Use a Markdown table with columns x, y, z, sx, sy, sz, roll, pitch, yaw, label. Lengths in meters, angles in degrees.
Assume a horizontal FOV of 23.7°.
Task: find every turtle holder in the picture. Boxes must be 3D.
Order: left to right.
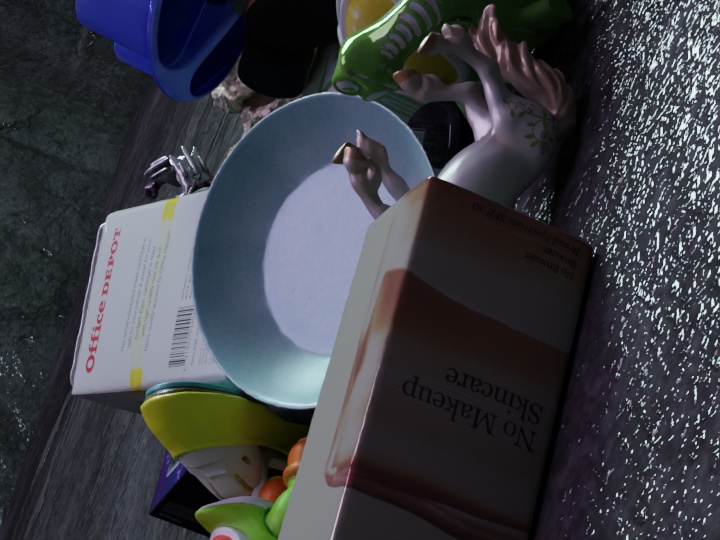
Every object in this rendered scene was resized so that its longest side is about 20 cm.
| x | y | z | sx | sy | sz | roll | pitch | yaw | label |
| --- | --- | --- | --- | --- | --- | --- | --- | --- | --- |
| 0.052 | -0.164 | 1.066 | 0.132 | 0.141 | 0.186 | -39 | 37 | 36 | turtle holder |

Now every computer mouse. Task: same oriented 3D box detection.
| x | y | z | sx | sy | sz | roll | pitch | yaw | label |
| --- | --- | --- | --- | --- | --- | --- | --- | --- | --- |
| 0.030 | -0.010 | 1.123 | 0.140 | 0.046 | 0.201 | 2 | 80 | 63 | computer mouse |

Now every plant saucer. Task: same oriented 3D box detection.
| x | y | z | sx | sy | sz | roll | pitch | yaw | label |
| --- | --- | --- | --- | --- | --- | --- | --- | --- | --- |
| -0.021 | -0.010 | 1.083 | 0.200 | 0.039 | 0.202 | -10 | 74 | 36 | plant saucer |

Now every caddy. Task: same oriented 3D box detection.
| x | y | z | sx | sy | sz | roll | pitch | yaw | label |
| --- | --- | --- | --- | --- | --- | --- | --- | --- | --- |
| -0.118 | -0.225 | 1.264 | 0.201 | 0.105 | 0.141 | -66 | -24 | -9 | caddy |

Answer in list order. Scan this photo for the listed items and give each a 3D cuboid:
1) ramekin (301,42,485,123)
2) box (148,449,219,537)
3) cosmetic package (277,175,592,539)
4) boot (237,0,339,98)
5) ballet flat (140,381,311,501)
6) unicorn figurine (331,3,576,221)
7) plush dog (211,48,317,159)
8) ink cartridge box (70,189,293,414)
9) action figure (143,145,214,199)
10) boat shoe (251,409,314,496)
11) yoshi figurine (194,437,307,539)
| x | y | z | sx | sy | sz | roll | pitch | yaw | label |
| --- | --- | --- | --- | --- | --- | --- | --- | --- | --- |
| 0.030 | -0.152 | 1.244 | 0.200 | 0.097 | 0.201 | -158 | 90 | -77 | ramekin |
| -0.095 | 0.100 | 1.396 | 0.141 | 0.079 | 0.201 | -46 | 26 | 53 | box |
| 0.037 | 0.069 | 0.859 | 0.087 | 0.103 | 0.201 | -38 | 34 | 62 | cosmetic package |
| -0.041 | -0.209 | 1.240 | 0.200 | 0.074 | 0.097 | 136 | 150 | -64 | boot |
| -0.075 | 0.121 | 1.130 | 0.066 | 0.200 | 0.067 | -15 | 70 | 21 | ballet flat |
| 0.053 | -0.041 | 0.965 | 0.200 | 0.137 | 0.074 | -52 | 8 | 2 | unicorn figurine |
| -0.061 | -0.159 | 1.411 | 0.199 | 0.172 | 0.160 | -28 | 3 | 23 | plush dog |
| -0.112 | 0.025 | 1.230 | 0.199 | 0.083 | 0.146 | -8 | 67 | 48 | ink cartridge box |
| -0.148 | -0.030 | 1.507 | 0.200 | 0.069 | 0.131 | 117 | 141 | -70 | action figure |
| -0.059 | 0.088 | 1.274 | 0.074 | 0.066 | 0.201 | 62 | -164 | -62 | boat shoe |
| -0.043 | 0.203 | 1.018 | 0.111 | 0.113 | 0.200 | -7 | 35 | 29 | yoshi figurine |
